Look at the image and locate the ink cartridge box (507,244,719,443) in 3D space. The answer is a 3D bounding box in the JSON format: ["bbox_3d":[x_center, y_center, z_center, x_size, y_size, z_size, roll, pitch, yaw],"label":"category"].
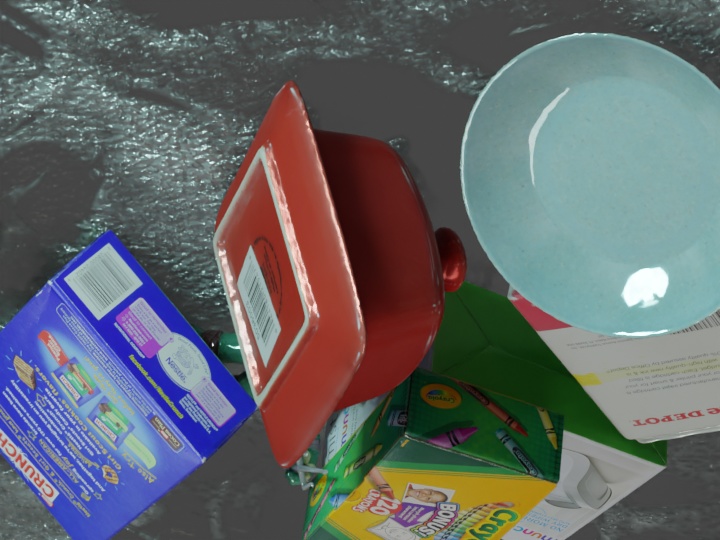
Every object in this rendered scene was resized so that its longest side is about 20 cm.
[{"bbox_3d":[0.207,0.025,1.724,0.144,0.084,0.200,-11,143,26],"label":"ink cartridge box"}]

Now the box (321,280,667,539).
[{"bbox_3d":[0.098,0.107,1.871,0.199,0.097,0.176,21,144,-20],"label":"box"}]

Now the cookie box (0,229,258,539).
[{"bbox_3d":[-0.192,0.092,1.859,0.171,0.075,0.200,50,139,-1],"label":"cookie box"}]

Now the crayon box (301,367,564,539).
[{"bbox_3d":[0.049,0.150,1.804,0.118,0.059,0.200,18,146,-14],"label":"crayon box"}]

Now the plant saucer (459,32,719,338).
[{"bbox_3d":[0.160,-0.057,1.587,0.199,0.039,0.203,10,116,21],"label":"plant saucer"}]

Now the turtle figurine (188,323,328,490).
[{"bbox_3d":[-0.059,0.081,1.857,0.199,0.101,0.151,2,123,37],"label":"turtle figurine"}]

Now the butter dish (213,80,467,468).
[{"bbox_3d":[0.000,0.000,1.672,0.147,0.201,0.200,-6,154,-24],"label":"butter dish"}]
